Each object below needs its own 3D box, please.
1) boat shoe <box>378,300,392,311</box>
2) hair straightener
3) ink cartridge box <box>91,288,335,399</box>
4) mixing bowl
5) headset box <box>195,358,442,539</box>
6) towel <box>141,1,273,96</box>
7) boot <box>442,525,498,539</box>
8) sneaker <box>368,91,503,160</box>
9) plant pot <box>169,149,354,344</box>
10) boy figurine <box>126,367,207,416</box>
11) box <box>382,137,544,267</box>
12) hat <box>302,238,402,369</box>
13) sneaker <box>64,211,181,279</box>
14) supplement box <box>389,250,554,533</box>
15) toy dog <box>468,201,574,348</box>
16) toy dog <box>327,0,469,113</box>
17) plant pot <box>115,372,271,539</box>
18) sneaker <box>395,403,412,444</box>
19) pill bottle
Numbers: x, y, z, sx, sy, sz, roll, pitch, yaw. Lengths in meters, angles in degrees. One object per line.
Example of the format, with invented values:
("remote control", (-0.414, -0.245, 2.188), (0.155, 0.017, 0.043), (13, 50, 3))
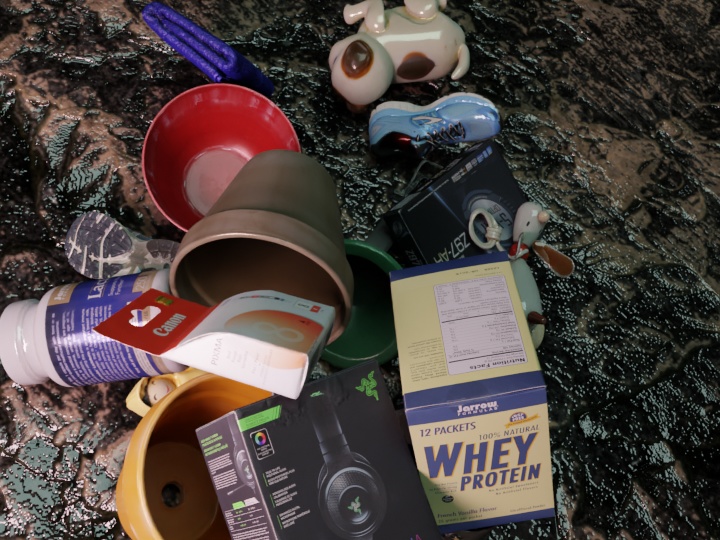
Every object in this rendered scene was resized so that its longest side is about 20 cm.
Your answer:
("boat shoe", (0.119, 0.076, 1.136), (0.198, 0.076, 0.068), (20, 38, 28))
("hair straightener", (0.064, -0.085, 1.224), (0.041, 0.077, 0.200), (32, 60, 16))
("ink cartridge box", (-0.131, 0.047, 0.857), (0.197, 0.051, 0.162), (19, 15, 3))
("mixing bowl", (-0.179, -0.126, 1.151), (0.197, 0.108, 0.204), (2, 79, -10))
("headset box", (-0.040, 0.197, 0.847), (0.172, 0.092, 0.203), (-14, 79, -38))
("towel", (-0.204, -0.286, 1.203), (0.147, 0.200, 0.050), (33, 94, 7))
("boot", (0.064, 0.305, 0.987), (0.198, 0.139, 0.078), (-27, 72, -24))
("sneaker", (0.103, -0.188, 1.255), (0.197, 0.079, 0.091), (-4, 48, 21))
("plant pot", (-0.094, -0.034, 1.000), (0.197, 0.201, 0.175), (16, 49, -6))
("boy figurine", (-0.175, 0.136, 1.055), (0.197, 0.064, 0.126), (1, 73, -17))
("box", (0.143, -0.060, 1.215), (0.199, 0.043, 0.162), (-37, 104, -28))
("hat", (0.000, 0.000, 1.167), (0.163, 0.203, 0.176), (-2, 22, 12))
("sneaker", (-0.276, -0.009, 1.105), (0.197, 0.086, 0.079), (20, 82, 20))
("supplement box", (0.116, 0.127, 0.940), (0.132, 0.202, 0.201), (-10, 39, 5))
("toy dog", (0.221, 0.006, 1.173), (0.130, 0.096, 0.204), (-1, 86, -31))
("toy dog", (0.043, -0.313, 1.312), (0.198, 0.140, 0.195), (-29, 70, -19))
("plant pot", (-0.165, 0.223, 0.926), (0.198, 0.183, 0.203), (13, 65, -30))
("sneaker", (0.122, 0.156, 1.133), (0.197, 0.078, 0.082), (-17, 35, -14))
("pill bottle", (-0.292, 0.068, 1.001), (0.197, 0.116, 0.117), (-9, 63, 8))
